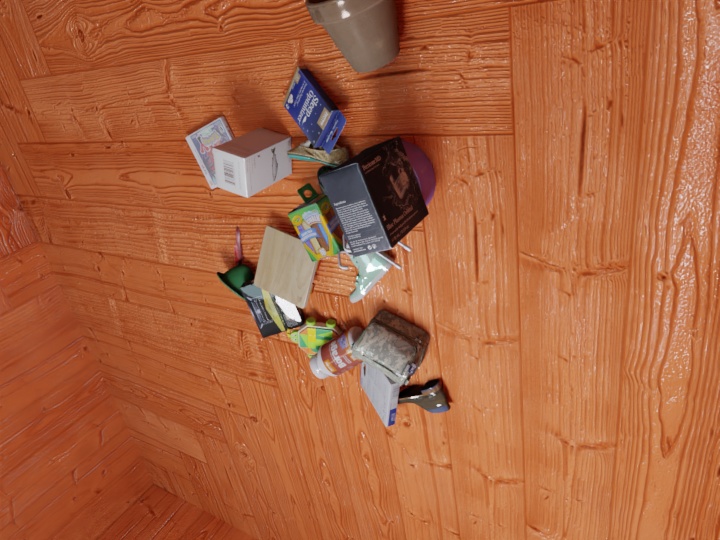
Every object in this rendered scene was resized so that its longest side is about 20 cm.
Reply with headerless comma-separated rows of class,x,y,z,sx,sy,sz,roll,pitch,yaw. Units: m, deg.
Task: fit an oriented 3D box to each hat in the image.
hat,-0.391,-0.007,1.854,0.165,0.177,0.200,40,178,25

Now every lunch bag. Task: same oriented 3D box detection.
lunch bag,0.088,0.236,1.558,0.198,0.168,0.141,28,131,18

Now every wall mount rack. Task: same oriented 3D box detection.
wall mount rack,0.032,-0.054,1.374,0.200,0.171,0.076,112,152,-66

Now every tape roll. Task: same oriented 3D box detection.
tape roll,0.083,-0.220,1.330,0.198,0.085,0.202,19,128,26

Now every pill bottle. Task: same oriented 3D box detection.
pill bottle,-0.066,0.271,1.702,0.199,0.112,0.113,-33,96,28

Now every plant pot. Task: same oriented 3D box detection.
plant pot,0.005,-0.531,1.133,0.198,0.201,0.176,4,137,34

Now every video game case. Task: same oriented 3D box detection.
video game case,-0.453,-0.367,1.672,0.198,0.023,0.184,-11,111,40

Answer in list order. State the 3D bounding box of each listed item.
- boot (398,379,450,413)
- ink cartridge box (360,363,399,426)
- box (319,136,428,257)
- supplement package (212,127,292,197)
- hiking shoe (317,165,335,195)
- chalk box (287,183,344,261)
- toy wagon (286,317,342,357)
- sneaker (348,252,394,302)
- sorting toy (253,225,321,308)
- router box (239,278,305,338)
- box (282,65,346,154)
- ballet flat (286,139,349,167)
boot,0.190,0.415,1.664,0.199,0.075,0.098,-28,97,42
ink cartridge box,0.061,0.367,1.722,0.200,0.043,0.198,-127,32,-47
box,0.037,-0.169,1.200,0.116,0.197,0.202,-11,111,39
supplement package,-0.295,-0.304,1.472,0.116,0.200,0.118,20,128,24
hiking shoe,-0.062,-0.236,1.386,0.201,0.075,0.101,55,161,42
chalk box,-0.108,-0.149,1.487,0.123,0.125,0.202,-12,111,40
toy wagon,-0.155,0.231,1.782,0.197,0.040,0.157,5,123,5
sneaker,0.000,0.000,1.535,0.118,0.074,0.201,40,124,-1
sorting toy,-0.219,-0.016,1.659,0.197,0.069,0.202,23,109,21
router box,-0.296,0.114,1.796,0.155,0.052,0.202,-17,109,10
box,-0.121,-0.409,1.359,0.201,0.032,0.121,53,136,17
ballet flat,-0.111,-0.322,1.433,0.198,0.070,0.066,16,99,24
